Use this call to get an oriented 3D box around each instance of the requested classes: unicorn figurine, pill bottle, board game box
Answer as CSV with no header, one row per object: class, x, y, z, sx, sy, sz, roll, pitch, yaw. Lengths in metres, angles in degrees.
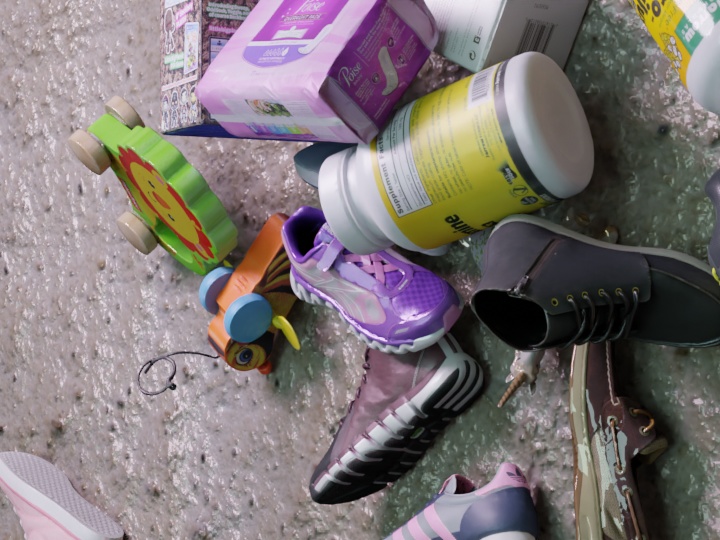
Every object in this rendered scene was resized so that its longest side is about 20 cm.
unicorn figurine,0.137,0.002,1.290,0.138,0.073,0.201,-58,33,23
pill bottle,0.070,-0.082,1.249,0.199,0.112,0.114,-20,75,31
board game box,-0.089,-0.220,1.436,0.097,0.158,0.203,-2,87,60
pill bottle,0.259,-0.180,1.124,0.113,0.112,0.201,-48,52,32

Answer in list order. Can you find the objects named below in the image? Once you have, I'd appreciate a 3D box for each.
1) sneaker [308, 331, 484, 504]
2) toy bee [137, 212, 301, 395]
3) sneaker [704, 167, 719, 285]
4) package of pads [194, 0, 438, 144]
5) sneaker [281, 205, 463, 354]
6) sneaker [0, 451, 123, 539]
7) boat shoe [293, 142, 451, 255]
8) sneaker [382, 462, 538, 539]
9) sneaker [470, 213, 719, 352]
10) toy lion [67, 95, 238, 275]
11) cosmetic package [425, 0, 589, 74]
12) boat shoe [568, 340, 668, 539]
sneaker,0.016,0.108,1.409,0.200,0.075,0.116,-43,55,23
toy bee,-0.108,0.044,1.518,0.199,0.109,0.132,-33,50,16
sneaker,0.291,0.009,1.141,0.084,0.074,0.203,-17,69,49
package of pads,-0.037,-0.166,1.294,0.199,0.076,0.121,8,60,55
sneaker,0.000,0.000,1.366,0.199,0.080,0.089,26,150,43
sneaker,-0.341,0.280,1.743,0.199,0.075,0.106,32,106,36
boat shoe,0.008,-0.062,1.412,0.200,0.073,0.066,31,137,52
sneaker,0.070,0.218,1.359,0.199,0.070,0.083,-22,57,39
sneaker,0.177,0.032,1.169,0.198,0.106,0.075,15,125,9
toy lion,-0.178,-0.064,1.521,0.069,0.201,0.191,-43,53,-16
cosmetic package,0.073,-0.225,1.326,0.199,0.107,0.086,34,112,38
boat shoe,0.199,0.132,1.234,0.071,0.072,0.202,-3,74,14
